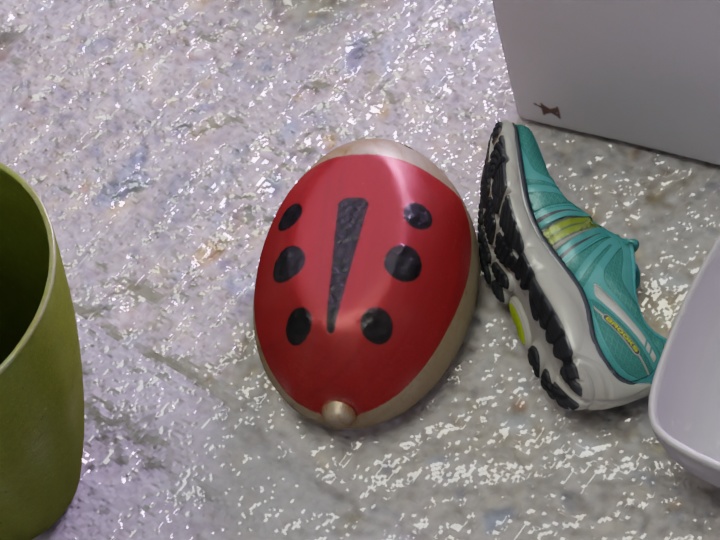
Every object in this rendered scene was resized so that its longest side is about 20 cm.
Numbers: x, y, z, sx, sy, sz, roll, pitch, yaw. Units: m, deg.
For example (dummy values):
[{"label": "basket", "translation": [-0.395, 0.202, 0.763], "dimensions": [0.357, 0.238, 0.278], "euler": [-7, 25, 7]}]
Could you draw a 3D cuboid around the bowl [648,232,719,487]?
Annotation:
[{"label": "bowl", "translation": [0.271, 0.057, 1.147], "dimensions": [0.199, 0.075, 0.200], "euler": [17, 59, 24]}]

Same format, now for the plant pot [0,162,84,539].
[{"label": "plant pot", "translation": [-0.228, 0.065, 1.184], "dimensions": [0.186, 0.200, 0.188], "euler": [-6, 54, 9]}]

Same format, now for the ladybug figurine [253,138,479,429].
[{"label": "ladybug figurine", "translation": [0.000, 0.000, 1.256], "dimensions": [0.135, 0.072, 0.201], "euler": [-3, 54, 12]}]

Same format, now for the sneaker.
[{"label": "sneaker", "translation": [0.120, -0.003, 1.243], "dimensions": [0.079, 0.078, 0.201], "euler": [-9, 55, -18]}]

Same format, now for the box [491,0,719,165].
[{"label": "box", "translation": [0.194, -0.194, 1.269], "dimensions": [0.199, 0.199, 0.172], "euler": [16, 60, 24]}]
